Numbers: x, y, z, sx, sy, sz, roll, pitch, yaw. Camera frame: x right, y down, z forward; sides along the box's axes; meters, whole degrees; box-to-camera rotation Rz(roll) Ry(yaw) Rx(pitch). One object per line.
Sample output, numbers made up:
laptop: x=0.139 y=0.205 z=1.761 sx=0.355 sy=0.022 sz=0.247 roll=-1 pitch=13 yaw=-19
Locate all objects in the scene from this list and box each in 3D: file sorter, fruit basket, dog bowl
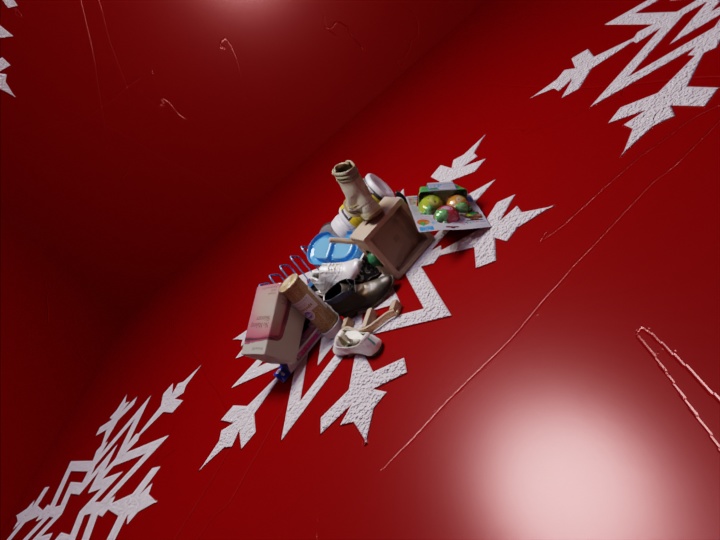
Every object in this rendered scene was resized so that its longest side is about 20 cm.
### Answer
file sorter: x=-0.211 y=0.030 z=1.883 sx=0.200 sy=0.123 sz=0.139 roll=-41 pitch=-5 yaw=7
fruit basket: x=0.221 y=-0.158 z=1.497 sx=0.182 sy=0.095 sz=0.201 roll=-4 pitch=27 yaw=-4
dog bowl: x=-0.073 y=-0.058 z=1.760 sx=0.198 sy=0.049 sz=0.113 roll=1 pitch=66 yaw=38

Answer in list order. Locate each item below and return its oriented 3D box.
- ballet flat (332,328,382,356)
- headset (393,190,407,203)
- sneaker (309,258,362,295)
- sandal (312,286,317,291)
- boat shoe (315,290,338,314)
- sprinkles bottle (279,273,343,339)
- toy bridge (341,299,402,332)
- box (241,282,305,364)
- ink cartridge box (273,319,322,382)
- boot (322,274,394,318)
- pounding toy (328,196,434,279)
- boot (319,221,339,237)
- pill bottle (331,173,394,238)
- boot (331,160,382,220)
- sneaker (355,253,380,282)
ballet flat: x=-0.022 y=0.172 z=1.441 sx=0.199 sy=0.069 sz=0.070 roll=-7 pitch=42 yaw=57
headset: x=0.085 y=-0.162 z=1.867 sx=0.123 sy=0.093 sz=0.202 roll=16 pitch=78 yaw=60
sneaker: x=-0.072 y=0.012 z=1.626 sx=0.199 sy=0.080 sz=0.071 roll=-29 pitch=30 yaw=44
sandal: x=-0.076 y=0.015 z=1.787 sx=0.198 sy=0.046 sz=0.075 roll=-22 pitch=6 yaw=23
boat shoe: x=-0.114 y=0.091 z=1.732 sx=0.071 sy=0.070 sz=0.200 roll=-40 pitch=20 yaw=7
sprinkles bottle: x=-0.131 y=0.098 z=1.578 sx=0.068 sy=0.200 sz=0.069 roll=-36 pitch=23 yaw=18
toy bridge: x=0.024 y=0.129 z=1.487 sx=0.199 sy=0.027 sz=0.068 roll=-23 pitch=32 yaw=41
box: x=-0.235 y=0.149 z=1.614 sx=0.127 sy=0.108 sz=0.203 roll=-10 pitch=63 yaw=48
ink cartridge box: x=-0.180 y=0.223 z=1.668 sx=0.201 sy=0.037 sz=0.094 roll=-52 pitch=23 yaw=-14
boot: x=-0.006 y=0.058 z=1.552 sx=0.199 sy=0.097 sz=0.075 roll=-34 pitch=45 yaw=26
pounding toy: x=0.055 y=-0.087 z=1.603 sx=0.200 sy=0.184 sz=0.142 roll=-48 pitch=22 yaw=-10
boot: x=-0.106 y=-0.109 z=2.084 sx=0.199 sy=0.070 sz=0.133 roll=-22 pitch=36 yaw=52
pill bottle: x=0.005 y=-0.190 z=1.807 sx=0.200 sy=0.114 sz=0.115 roll=-48 pitch=19 yaw=21
boot: x=-0.025 y=-0.221 z=1.572 sx=0.072 sy=0.156 sz=0.200 roll=-37 pitch=22 yaw=-9
sneaker: x=0.000 y=0.000 z=1.693 sx=0.201 sy=0.078 sz=0.090 roll=-51 pitch=20 yaw=-16
